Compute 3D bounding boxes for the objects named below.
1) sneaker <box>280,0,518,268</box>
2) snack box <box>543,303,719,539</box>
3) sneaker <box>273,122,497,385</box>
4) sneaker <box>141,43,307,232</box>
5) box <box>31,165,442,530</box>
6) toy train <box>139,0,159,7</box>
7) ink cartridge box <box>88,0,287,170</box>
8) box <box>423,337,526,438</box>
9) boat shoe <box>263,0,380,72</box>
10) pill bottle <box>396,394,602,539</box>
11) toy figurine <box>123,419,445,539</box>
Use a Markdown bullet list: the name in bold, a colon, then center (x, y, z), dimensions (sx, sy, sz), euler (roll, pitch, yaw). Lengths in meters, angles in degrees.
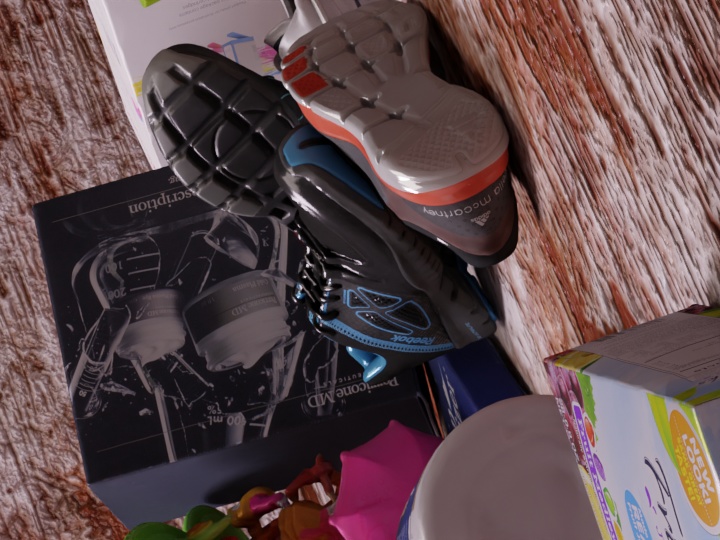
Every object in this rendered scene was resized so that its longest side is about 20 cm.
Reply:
- **sneaker**: center (0.020, -0.060, 1.215), dimensions (0.200, 0.077, 0.082), euler (-120, 5, -57)
- **snack box**: center (0.132, 0.101, 0.818), dimensions (0.200, 0.068, 0.169), euler (-176, 67, -81)
- **sneaker**: center (0.000, 0.000, 1.290), dimensions (0.200, 0.082, 0.073), euler (49, -169, -51)
- **sneaker**: center (-0.037, -0.062, 1.386), dimensions (0.200, 0.075, 0.079), euler (36, -152, -26)
- **box**: center (-0.071, 0.032, 1.513), dimensions (0.104, 0.200, 0.182), euler (65, -170, -68)
- **toy train**: center (-0.083, -0.181, 1.477), dimensions (0.200, 0.116, 0.085), euler (91, 158, -71)
- **ink cartridge box**: center (-0.099, -0.151, 1.652), dimensions (0.129, 0.125, 0.200), euler (-118, 9, -50)
- **box**: center (0.068, 0.082, 1.425), dimensions (0.200, 0.032, 0.121), euler (-119, 10, -56)
- **boat shoe**: center (-0.018, -0.124, 1.342), dimensions (0.074, 0.065, 0.200), euler (115, 134, -80)
- **pill bottle**: center (0.073, 0.125, 1.165), dimensions (0.200, 0.111, 0.111), euler (103, 146, -77)
- **toy figurine**: center (-0.012, 0.150, 1.418), dimensions (0.150, 0.184, 0.200), euler (53, -162, -13)
